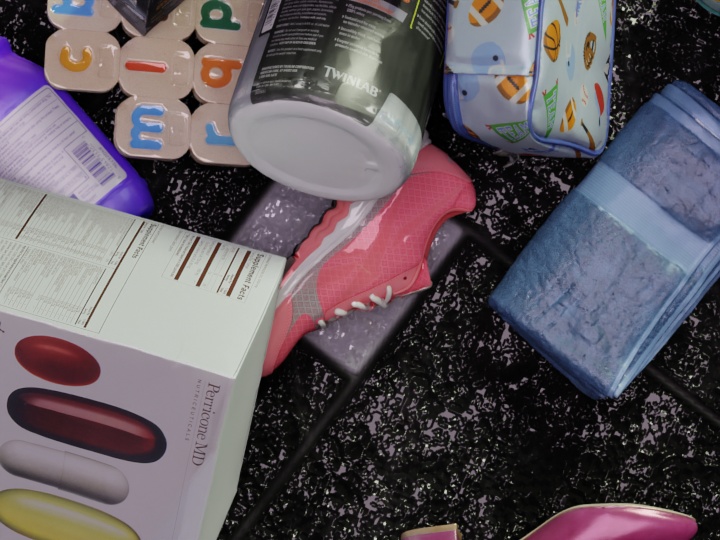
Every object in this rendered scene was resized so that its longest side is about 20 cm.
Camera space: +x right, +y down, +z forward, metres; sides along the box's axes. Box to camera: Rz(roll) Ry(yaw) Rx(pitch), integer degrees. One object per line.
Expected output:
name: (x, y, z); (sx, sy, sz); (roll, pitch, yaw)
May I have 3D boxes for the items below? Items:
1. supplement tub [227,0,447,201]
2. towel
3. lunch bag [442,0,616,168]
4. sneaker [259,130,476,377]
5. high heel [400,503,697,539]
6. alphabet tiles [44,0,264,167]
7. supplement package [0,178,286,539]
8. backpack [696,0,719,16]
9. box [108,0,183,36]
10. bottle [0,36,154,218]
supplement tub: (-0.002, -0.156, 1.464); (0.122, 0.123, 0.201); (16, 64, 3)
towel: (0.183, -0.020, 1.515); (0.112, 0.049, 0.200); (40, 91, 3)
lunch bag: (0.113, -0.165, 1.473); (0.075, 0.160, 0.201); (5, 90, 26)
sneaker: (0.000, 0.000, 1.510); (0.087, 0.074, 0.200); (38, 90, 1)
high heel: (0.121, 0.206, 1.493); (0.199, 0.067, 0.096); (-6, 69, 6)
alphabet tiles: (-0.109, -0.169, 1.527); (0.195, 0.015, 0.201); (4, 81, -10)
supplement package: (-0.172, 0.078, 1.442); (0.199, 0.147, 0.192); (15, 121, 4)
backpack: (0.306, -0.186, 1.452); (0.199, 0.176, 0.154); (19, 86, 7)
box: (-0.077, -0.248, 1.456); (0.200, 0.158, 0.050); (-43, 88, -12)
bottle: (-0.226, -0.093, 1.525); (0.083, 0.065, 0.200); (-42, 87, -4)
